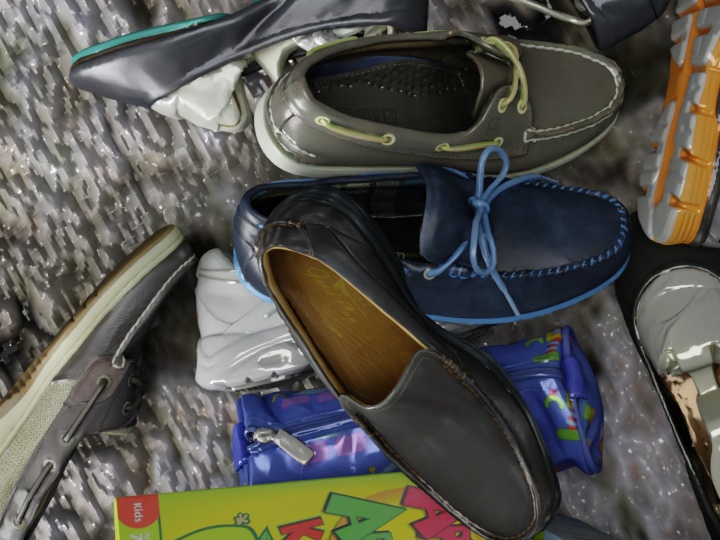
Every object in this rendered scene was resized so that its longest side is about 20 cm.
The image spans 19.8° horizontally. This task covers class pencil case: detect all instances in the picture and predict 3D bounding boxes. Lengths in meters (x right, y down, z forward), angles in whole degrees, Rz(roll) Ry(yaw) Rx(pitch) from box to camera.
[{"bbox_3d":[0.026,0.084,1.067,0.199,0.087,0.078,-12,68,5],"label":"pencil case"}]

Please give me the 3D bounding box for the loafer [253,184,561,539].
[{"bbox_3d":[0.016,0.054,0.964,0.073,0.072,0.200,-41,91,21],"label":"loafer"}]

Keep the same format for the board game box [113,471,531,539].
[{"bbox_3d":[-0.016,0.155,0.997,0.199,0.048,0.102,-4,56,-8],"label":"board game box"}]

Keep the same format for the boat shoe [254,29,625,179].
[{"bbox_3d":[0.049,-0.086,1.039,0.201,0.060,0.072,-6,73,-21],"label":"boat shoe"}]

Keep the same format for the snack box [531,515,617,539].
[{"bbox_3d":[0.119,0.226,1.008,0.200,0.067,0.169,24,97,53],"label":"snack box"}]

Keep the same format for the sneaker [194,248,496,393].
[{"bbox_3d":[0.000,0.000,1.083,0.199,0.078,0.100,-13,84,8],"label":"sneaker"}]

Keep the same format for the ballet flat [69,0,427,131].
[{"bbox_3d":[-0.055,-0.113,1.087,0.199,0.073,0.073,-19,87,7],"label":"ballet flat"}]

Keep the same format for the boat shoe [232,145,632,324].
[{"bbox_3d":[0.036,-0.014,1.014,0.199,0.069,0.084,-7,55,-1],"label":"boat shoe"}]

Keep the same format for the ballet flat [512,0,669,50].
[{"bbox_3d":[0.071,-0.186,1.072,0.200,0.073,0.073,40,97,5],"label":"ballet flat"}]

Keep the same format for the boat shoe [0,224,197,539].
[{"bbox_3d":[-0.147,0.064,1.115,0.065,0.073,0.200,39,100,-4],"label":"boat shoe"}]

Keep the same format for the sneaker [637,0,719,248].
[{"bbox_3d":[0.202,-0.104,1.053,0.077,0.078,0.201,15,92,-12],"label":"sneaker"}]

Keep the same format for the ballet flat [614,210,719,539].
[{"bbox_3d":[0.183,0.059,1.052,0.068,0.068,0.201,-22,86,10],"label":"ballet flat"}]
